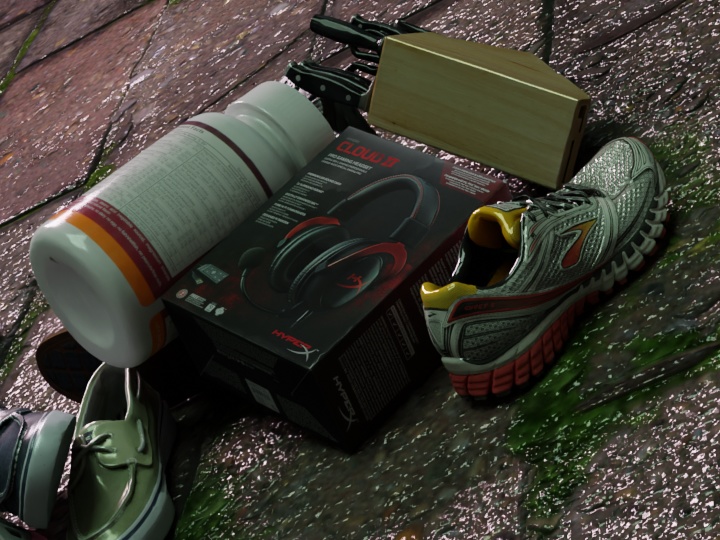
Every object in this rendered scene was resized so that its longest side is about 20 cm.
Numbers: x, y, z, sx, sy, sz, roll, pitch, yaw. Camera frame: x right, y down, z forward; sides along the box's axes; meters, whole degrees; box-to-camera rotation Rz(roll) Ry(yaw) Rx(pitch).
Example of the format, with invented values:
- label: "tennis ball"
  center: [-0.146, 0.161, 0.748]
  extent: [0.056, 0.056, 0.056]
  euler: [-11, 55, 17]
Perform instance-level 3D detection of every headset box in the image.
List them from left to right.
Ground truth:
- label: "headset box"
  center: [0.000, 0.000, 1.242]
  extent: [0.200, 0.075, 0.148]
  euler: [-43, 42, -23]

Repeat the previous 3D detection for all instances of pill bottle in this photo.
- label: "pill bottle"
  center: [-0.109, -0.034, 1.306]
  extent: [0.200, 0.110, 0.109]
  euler: [-39, 23, -28]

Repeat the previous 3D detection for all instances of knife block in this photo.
- label: "knife block"
  center: [0.045, -0.122, 1.359]
  extent: [0.174, 0.065, 0.200]
  euler: [7, 17, -16]

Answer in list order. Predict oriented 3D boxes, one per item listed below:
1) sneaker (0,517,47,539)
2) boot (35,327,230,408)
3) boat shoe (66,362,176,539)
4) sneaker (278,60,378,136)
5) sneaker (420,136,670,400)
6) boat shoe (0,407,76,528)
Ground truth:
- label: "sneaker"
  center: [-0.270, 0.193, 1.283]
  extent: [0.199, 0.079, 0.096]
  euler: [1, 62, 54]
- label: "boot"
  center: [-0.126, 0.045, 1.383]
  extent: [0.198, 0.075, 0.097]
  euler: [-5, 24, 30]
- label: "boat shoe"
  center: [-0.159, 0.126, 1.258]
  extent: [0.072, 0.062, 0.200]
  euler: [-28, 23, 10]
- label: "sneaker"
  center: [-0.007, -0.068, 1.431]
  extent: [0.076, 0.090, 0.201]
  euler: [-42, 41, 26]
- label: "sneaker"
  center: [0.110, -0.016, 1.165]
  extent: [0.078, 0.082, 0.200]
  euler: [-3, 36, 50]
- label: "boat shoe"
  center: [-0.232, 0.118, 1.254]
  extent: [0.200, 0.090, 0.071]
  euler: [143, 142, -76]
